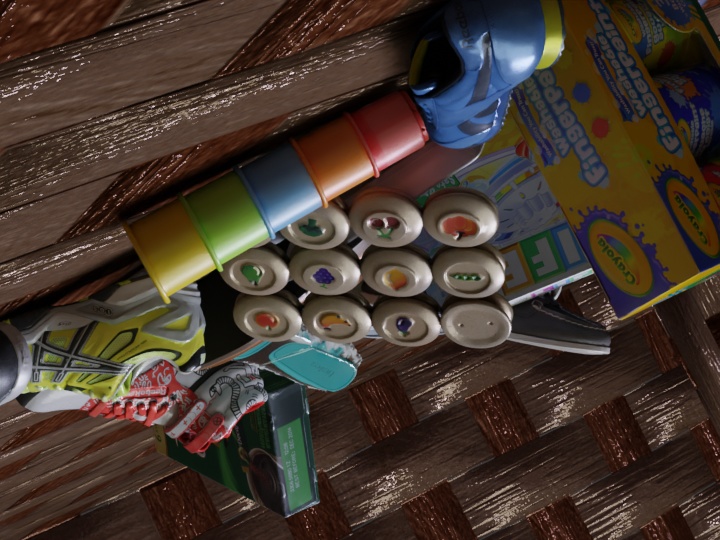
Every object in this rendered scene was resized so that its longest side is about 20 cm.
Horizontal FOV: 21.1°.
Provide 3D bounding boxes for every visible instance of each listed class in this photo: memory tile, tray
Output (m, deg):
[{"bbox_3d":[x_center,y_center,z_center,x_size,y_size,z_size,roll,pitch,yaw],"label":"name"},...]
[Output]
[{"bbox_3d":[0.000,0.000,1.305,0.199,0.017,0.154,0,139,10],"label":"memory tile"},{"bbox_3d":[0.017,-0.073,1.315,0.200,0.022,0.108,-33,-152,39],"label":"tray"}]

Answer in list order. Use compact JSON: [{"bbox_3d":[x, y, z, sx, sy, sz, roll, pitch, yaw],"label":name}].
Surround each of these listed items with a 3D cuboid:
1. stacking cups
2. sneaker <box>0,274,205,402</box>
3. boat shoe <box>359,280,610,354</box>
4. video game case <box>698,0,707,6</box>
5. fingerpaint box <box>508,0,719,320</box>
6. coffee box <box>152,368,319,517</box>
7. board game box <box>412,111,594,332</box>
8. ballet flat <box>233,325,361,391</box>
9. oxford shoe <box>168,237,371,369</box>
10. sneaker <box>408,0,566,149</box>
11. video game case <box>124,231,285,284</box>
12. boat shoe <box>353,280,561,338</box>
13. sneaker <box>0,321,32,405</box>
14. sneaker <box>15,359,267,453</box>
[{"bbox_3d":[-0.052,-0.054,1.223,0.199,0.061,0.061,-30,174,-3],"label":"stacking cups"},{"bbox_3d":[-0.204,0.061,1.365,0.199,0.077,0.075,-19,176,9],"label":"sneaker"},{"bbox_3d":[0.091,0.017,1.422,0.199,0.057,0.067,13,-179,22],"label":"boat shoe"},{"bbox_3d":[0.156,-0.154,1.406,0.199,0.019,0.143,-26,173,-11],"label":"video game case"},{"bbox_3d":[0.184,-0.089,1.230,0.073,0.201,0.166,-33,170,40],"label":"fingerpaint box"},{"bbox_3d":[-0.117,0.127,1.681,0.044,0.124,0.199,-22,-152,-34],"label":"coffee box"},{"bbox_3d":[0.126,-0.055,1.372,0.199,0.135,0.034,-22,171,5],"label":"board game box"},{"bbox_3d":[-0.077,0.042,1.541,0.072,0.072,0.200,-29,144,24],"label":"ballet flat"},{"bbox_3d":[-0.055,0.019,1.427,0.199,0.072,0.071,-33,148,10],"label":"oxford shoe"},{"bbox_3d":[0.053,-0.118,1.125,0.078,0.066,0.200,-13,169,-15],"label":"sneaker"},{"bbox_3d":[-0.148,0.016,1.517,0.200,0.023,0.181,-31,173,37],"label":"video game case"},{"bbox_3d":[0.061,0.015,1.524,0.199,0.071,0.072,-7,171,10],"label":"boat shoe"},{"bbox_3d":[-0.323,0.102,1.315,0.200,0.073,0.112,-40,164,30],"label":"sneaker"},{"bbox_3d":[-0.165,0.100,1.527,0.201,0.108,0.067,-22,173,-35],"label":"sneaker"}]
